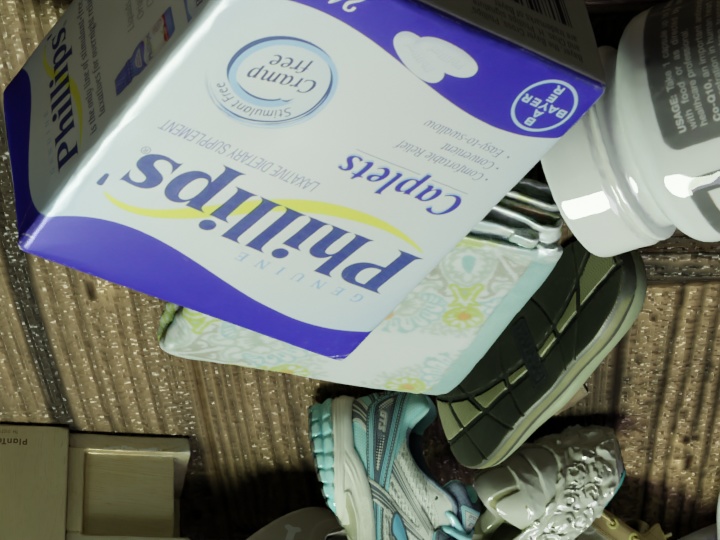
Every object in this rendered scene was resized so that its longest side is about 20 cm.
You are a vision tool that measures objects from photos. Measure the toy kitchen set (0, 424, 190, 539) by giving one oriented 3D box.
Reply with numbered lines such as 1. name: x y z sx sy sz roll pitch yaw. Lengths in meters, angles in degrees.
1. toy kitchen set: -0.212 0.209 1.517 0.199 0.164 0.181 4 148 -9

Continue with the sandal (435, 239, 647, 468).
1. sandal: 0.105 0.051 1.366 0.057 0.080 0.201 2 151 -35

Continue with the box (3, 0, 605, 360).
1. box: -0.028 -0.078 1.076 0.183 0.105 0.200 20 129 -32

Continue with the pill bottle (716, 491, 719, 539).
1. pill bottle: 0.331 0.179 1.555 0.198 0.109 0.109 -2 149 1

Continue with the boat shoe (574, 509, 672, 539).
1. boat shoe: 0.172 0.190 1.574 0.200 0.067 0.074 34 150 -28

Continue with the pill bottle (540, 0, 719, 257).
1. pill bottle: 0.186 -0.080 1.115 0.199 0.114 0.113 -18 145 25

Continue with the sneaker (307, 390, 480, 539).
1. sneaker: 0.032 0.161 1.430 0.086 0.201 0.078 -18 167 5

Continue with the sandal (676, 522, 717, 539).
1. sandal: 0.179 0.219 1.657 0.206 0.059 0.079 -25 115 1

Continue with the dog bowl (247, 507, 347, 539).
1. dog bowl: -0.060 0.235 1.561 0.200 0.059 0.201 -40 155 -23

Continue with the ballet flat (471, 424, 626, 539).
1. ballet flat: 0.072 0.158 1.489 0.200 0.072 0.072 -39 140 8

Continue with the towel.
1. towel: 0.000 0.000 1.302 0.170 0.048 0.200 12 146 -16
